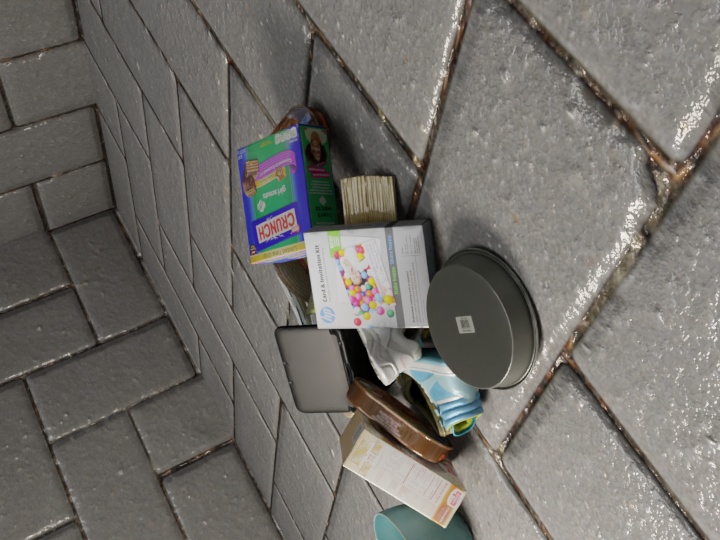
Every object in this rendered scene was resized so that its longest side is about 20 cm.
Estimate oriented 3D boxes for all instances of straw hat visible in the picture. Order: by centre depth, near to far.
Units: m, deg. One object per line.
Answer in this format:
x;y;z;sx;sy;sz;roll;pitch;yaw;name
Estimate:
-0.082;-0.040;1.514;0.084;0.201;0.204;-21;91;26;straw hat

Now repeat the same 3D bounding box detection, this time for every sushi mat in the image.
0.018;-0.049;1.287;0.094;0.012;0.204;3;105;31;sushi mat

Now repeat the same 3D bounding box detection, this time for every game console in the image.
-0.038;0.150;1.458;0.115;0.175;0.203;20;135;39;game console

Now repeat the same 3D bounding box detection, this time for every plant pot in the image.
0.130;0.512;1.501;0.200;0.133;0.202;48;150;39;plant pot

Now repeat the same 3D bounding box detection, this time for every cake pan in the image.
0.157;0.072;1.108;0.199;0.036;0.204;30;128;47;cake pan

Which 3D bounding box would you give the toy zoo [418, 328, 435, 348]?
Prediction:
0.082;0.061;1.312;0.199;0.020;0.133;-8;105;58;toy zoo

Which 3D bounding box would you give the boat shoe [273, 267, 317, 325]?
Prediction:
-0.109;0.079;1.556;0.074;0.064;0.205;-10;-98;-77;boat shoe

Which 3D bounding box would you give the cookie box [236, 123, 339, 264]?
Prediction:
-0.122;-0.123;1.369;0.170;0.074;0.204;-12;84;44;cookie box

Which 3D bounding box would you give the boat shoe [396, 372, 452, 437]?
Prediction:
0.105;0.210;1.373;0.200;0.062;0.074;40;146;48;boat shoe

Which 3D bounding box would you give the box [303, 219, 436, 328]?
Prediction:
0.018;0.008;1.237;0.197;0.041;0.159;-1;105;25;box

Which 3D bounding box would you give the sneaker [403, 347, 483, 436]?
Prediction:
0.122;0.191;1.284;0.199;0.078;0.133;-3;101;68;sneaker

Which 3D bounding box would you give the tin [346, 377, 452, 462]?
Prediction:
0.063;0.248;1.349;0.199;0.042;0.112;34;179;20;tin

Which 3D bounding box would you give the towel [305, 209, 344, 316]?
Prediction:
-0.040;-0.025;1.387;0.143;0.022;0.203;-29;43;66;towel

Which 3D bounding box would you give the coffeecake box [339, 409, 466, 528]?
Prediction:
0.067;0.326;1.367;0.198;0.074;0.154;33;-179;-6;coffeecake box

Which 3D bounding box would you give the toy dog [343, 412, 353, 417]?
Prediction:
0.040;0.294;1.545;0.200;0.130;0.098;-144;59;-67;toy dog

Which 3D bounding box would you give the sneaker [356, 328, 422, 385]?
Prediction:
0.050;0.099;1.300;0.201;0.098;0.079;-116;1;-55;sneaker

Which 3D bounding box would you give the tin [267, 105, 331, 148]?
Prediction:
-0.122;-0.203;1.439;0.200;0.041;0.113;-43;60;38;tin
